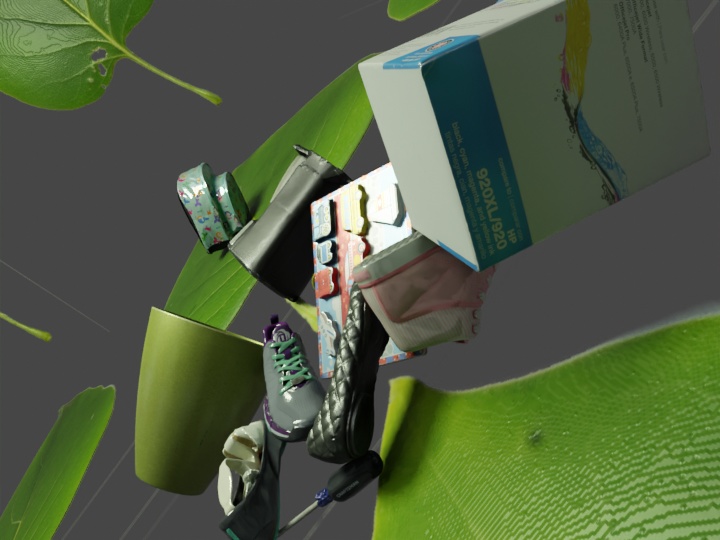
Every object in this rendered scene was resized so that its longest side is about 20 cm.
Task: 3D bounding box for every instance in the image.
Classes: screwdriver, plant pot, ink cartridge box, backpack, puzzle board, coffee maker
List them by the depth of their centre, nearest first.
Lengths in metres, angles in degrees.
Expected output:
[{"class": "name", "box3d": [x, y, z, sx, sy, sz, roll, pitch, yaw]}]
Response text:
[{"class": "ink cartridge box", "box3d": [0.125, -0.122, 0.495, 0.196, 0.148, 0.147, -25, 21, -8]}, {"class": "screwdriver", "box3d": [-0.048, 0.218, 0.604, 0.199, 0.029, 0.028, -42, 41, 29]}, {"class": "puzzle board", "box3d": [0.000, 0.000, 0.694, 0.149, 0.017, 0.206, -21, 67, 43]}, {"class": "plant pot", "box3d": [-0.215, 0.174, 0.857, 0.186, 0.183, 0.205, 1, 71, 65]}, {"class": "coffee maker", "box3d": [-0.093, -0.067, 0.993, 0.202, 0.134, 0.192, -54, 21, -2]}, {"class": "backpack", "box3d": [-0.376, -0.170, 1.678, 0.148, 0.203, 0.179, -27, 24, 8]}]

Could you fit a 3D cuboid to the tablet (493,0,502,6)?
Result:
[{"class": "tablet", "box3d": [0.228, -0.392, 0.975, 0.199, 0.014, 0.132, -43, 24, 30]}]

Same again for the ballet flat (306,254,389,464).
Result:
[{"class": "ballet flat", "box3d": [-0.008, 0.070, 0.594, 0.055, 0.067, 0.204, -6, 53, 26]}]

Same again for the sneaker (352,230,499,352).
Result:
[{"class": "sneaker", "box3d": [0.094, 0.001, 0.594, 0.197, 0.107, 0.075, -29, 4, -21]}]

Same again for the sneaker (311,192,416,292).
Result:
[{"class": "sneaker", "box3d": [0.013, -0.056, 0.772, 0.200, 0.073, 0.083, -44, 20, 23]}]

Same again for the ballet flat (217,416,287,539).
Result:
[{"class": "ballet flat", "box3d": [-0.113, 0.204, 0.690, 0.073, 0.073, 0.201, -46, 18, 17]}]

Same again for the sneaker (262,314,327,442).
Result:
[{"class": "sneaker", "box3d": [-0.083, 0.114, 0.729, 0.073, 0.090, 0.200, -17, 16, -14]}]
